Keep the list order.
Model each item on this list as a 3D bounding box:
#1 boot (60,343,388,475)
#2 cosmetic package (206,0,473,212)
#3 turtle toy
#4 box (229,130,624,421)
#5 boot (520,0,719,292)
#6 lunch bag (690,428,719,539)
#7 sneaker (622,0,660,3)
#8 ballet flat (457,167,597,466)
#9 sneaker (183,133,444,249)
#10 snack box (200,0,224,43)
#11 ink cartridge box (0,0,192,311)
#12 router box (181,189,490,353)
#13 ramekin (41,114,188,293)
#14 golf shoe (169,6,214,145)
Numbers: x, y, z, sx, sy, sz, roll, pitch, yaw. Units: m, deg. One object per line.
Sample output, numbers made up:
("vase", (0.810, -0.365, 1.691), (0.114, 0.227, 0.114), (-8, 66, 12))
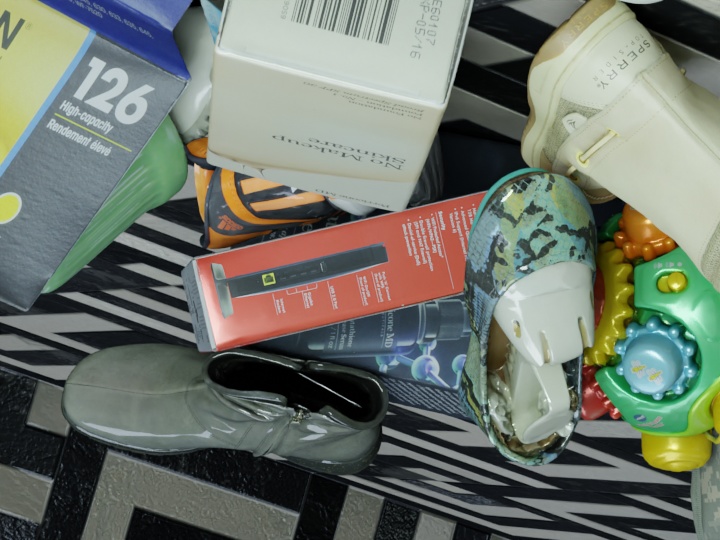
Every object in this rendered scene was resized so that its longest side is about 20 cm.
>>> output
("boot", (-0.080, 0.066, 1.670), (0.200, 0.068, 0.131), (8, 164, 5))
("cosmetic package", (-0.011, -0.091, 1.288), (0.103, 0.073, 0.200), (14, 167, 0))
("turtle toy", (0.143, 0.027, 1.506), (0.101, 0.146, 0.200), (8, 162, -23))
("box", (0.033, -0.001, 1.701), (0.200, 0.149, 0.107), (12, 169, 22))
("boot", (0.153, -0.039, 1.365), (0.155, 0.073, 0.200), (44, 171, 15))
("lunch bag", (0.253, 0.060, 1.512), (0.117, 0.200, 0.164), (16, 168, -25))
("sneaker", (0.036, -0.159, 1.061), (0.200, 0.075, 0.084), (31, 163, -22))
("ballet flat", (0.088, 0.030, 1.404), (0.074, 0.074, 0.200), (14, 149, 11))
("sneaker", (-0.029, -0.059, 1.519), (0.112, 0.078, 0.200), (-11, 180, 20))
("snack box", (-0.018, -0.133, 1.375), (0.116, 0.037, 0.200), (13, 170, 5))
("ink cartridge box", (-0.177, -0.095, 1.368), (0.198, 0.200, 0.047), (26, -165, -45))
("router box", (0.000, 0.000, 1.516), (0.179, 0.049, 0.200), (-13, 179, -5))
("ramekin", (-0.196, -0.081, 1.534), (0.200, 0.098, 0.200), (38, 161, 16))
("golf shoe", (-0.129, -0.115, 1.558), (0.097, 0.078, 0.200), (28, 165, -26))
